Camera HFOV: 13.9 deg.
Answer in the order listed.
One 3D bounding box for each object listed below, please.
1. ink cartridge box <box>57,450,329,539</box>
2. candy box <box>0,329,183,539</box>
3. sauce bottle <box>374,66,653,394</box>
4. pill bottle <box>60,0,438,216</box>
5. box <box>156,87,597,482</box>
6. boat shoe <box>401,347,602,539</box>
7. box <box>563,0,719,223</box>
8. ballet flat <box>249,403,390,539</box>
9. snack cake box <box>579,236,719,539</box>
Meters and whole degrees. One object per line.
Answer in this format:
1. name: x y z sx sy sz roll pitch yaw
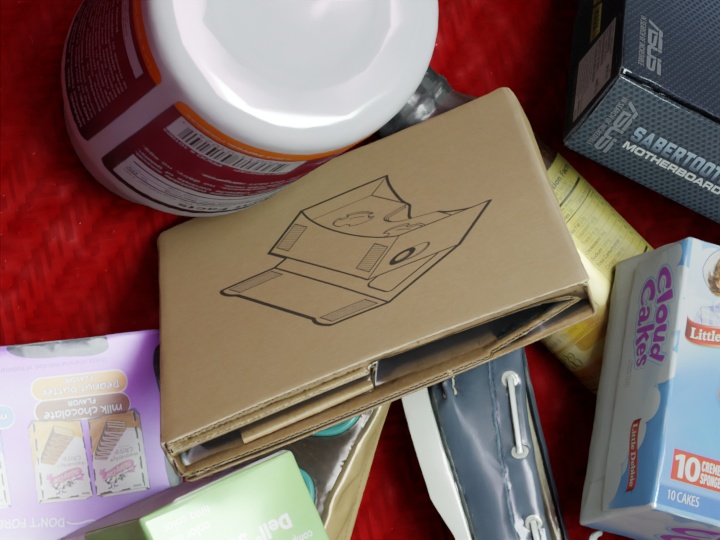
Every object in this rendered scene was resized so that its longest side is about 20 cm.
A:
1. ink cartridge box: -0.034 0.176 1.083 0.067 0.117 0.200 -24 90 -26
2. candy box: -0.151 0.133 1.148 0.167 0.072 0.201 -5 83 -21
3. sauce bottle: 0.064 -0.026 1.253 0.200 0.066 0.066 44 71 -6
4. pill bottle: -0.053 -0.084 1.146 0.113 0.200 0.113 3 80 -19
5. box: 0.000 0.000 1.129 0.163 0.200 0.021 -23 112 5
6. boat shoe: 0.078 0.127 1.226 0.062 0.075 0.200 -22 81 9
7. box: 0.170 -0.097 1.257 0.157 0.051 0.200 26 42 -14
8. ballet flat: -0.025 0.077 1.210 0.068 0.063 0.200 14 75 17
9. snack cake box: 0.198 0.070 1.215 0.200 0.067 0.115 16 73 -20
